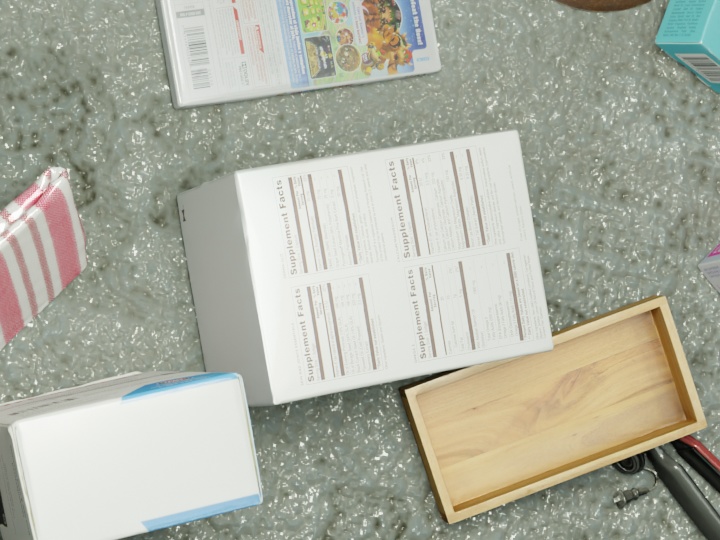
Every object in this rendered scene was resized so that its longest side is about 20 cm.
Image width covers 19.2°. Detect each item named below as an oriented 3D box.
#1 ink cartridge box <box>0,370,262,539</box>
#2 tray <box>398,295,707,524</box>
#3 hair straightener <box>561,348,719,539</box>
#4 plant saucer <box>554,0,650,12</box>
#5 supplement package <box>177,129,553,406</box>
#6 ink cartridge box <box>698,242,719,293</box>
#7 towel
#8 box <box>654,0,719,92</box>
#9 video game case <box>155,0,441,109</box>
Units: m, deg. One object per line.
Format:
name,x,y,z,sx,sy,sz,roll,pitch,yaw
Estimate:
ink cartridge box,-0.162,0.117,1.334,0.144,0.200,0.085,-12,92,-20
tray,0.136,0.097,1.509,0.198,0.037,0.100,-19,92,-8
hair straightener,0.209,0.137,1.549,0.200,0.041,0.077,46,73,-11
plant saucer,0.180,-0.294,1.577,0.198,0.037,0.203,1,85,-19
supplement package,0.000,0.000,1.426,0.198,0.152,0.152,-10,90,-20
ink cartridge box,0.348,-0.063,1.573,0.200,0.119,0.042,-42,98,-17
towel,-0.252,0.026,1.342,0.030,0.147,0.200,41,72,12
box,0.293,-0.240,1.593,0.082,0.049,0.202,30,76,-37
video game case,-0.047,-0.197,1.496,0.198,0.018,0.145,-9,89,-20
